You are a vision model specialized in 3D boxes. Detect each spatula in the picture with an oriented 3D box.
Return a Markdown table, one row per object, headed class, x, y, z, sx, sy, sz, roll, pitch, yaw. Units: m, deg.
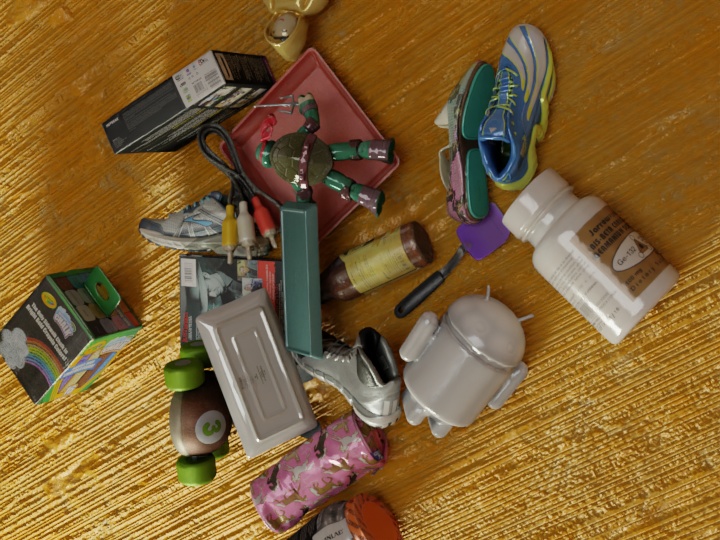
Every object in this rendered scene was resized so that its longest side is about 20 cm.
| class | x | y | z | sx | sy | sz | roll | pitch | yaw |
| --- | --- | --- | --- | --- | --- | --- | --- | --- | --- |
| spatula | 0.113 | -0.004 | 1.388 | 0.200 | 0.020 | 0.057 | -46 | 65 | 24 |

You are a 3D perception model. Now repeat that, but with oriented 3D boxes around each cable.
| class | x | y | z | sx | sy | sz | roll | pitch | yaw |
| --- | --- | --- | --- | --- | --- | --- | --- | --- | --- |
| cable | -0.158 | -0.113 | 1.437 | 0.096 | 0.050 | 0.203 | -17 | 83 | 0 |

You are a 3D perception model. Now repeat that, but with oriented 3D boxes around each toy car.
| class | x | y | z | sx | sy | sz | roll | pitch | yaw |
| --- | --- | --- | --- | --- | --- | --- | --- | --- | --- |
| toy car | -0.154 | 0.189 | 1.470 | 0.196 | 0.158 | 0.167 | -4 | 104 | 7 |

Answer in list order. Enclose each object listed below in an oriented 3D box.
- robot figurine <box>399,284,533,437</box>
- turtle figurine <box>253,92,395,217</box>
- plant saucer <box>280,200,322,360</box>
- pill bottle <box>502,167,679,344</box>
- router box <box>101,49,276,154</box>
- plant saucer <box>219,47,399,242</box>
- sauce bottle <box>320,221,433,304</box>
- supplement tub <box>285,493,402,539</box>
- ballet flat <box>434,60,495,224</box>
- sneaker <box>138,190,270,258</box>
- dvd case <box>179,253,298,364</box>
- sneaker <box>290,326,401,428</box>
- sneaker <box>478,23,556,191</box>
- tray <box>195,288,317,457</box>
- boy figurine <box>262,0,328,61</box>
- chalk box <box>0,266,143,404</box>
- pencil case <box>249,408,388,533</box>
| class | x | y | z | sx | sy | sz | roll | pitch | yaw |
| --- | --- | --- | --- | --- | --- | --- | --- | --- | --- |
| robot figurine | 0.130 | 0.113 | 1.344 | 0.168 | 0.113 | 0.201 | 28 | 111 | -24 |
| turtle figurine | -0.060 | -0.140 | 1.372 | 0.197 | 0.101 | 0.152 | 14 | 113 | 12 |
| plant saucer | -0.079 | 0.013 | 1.392 | 0.069 | 0.019 | 0.204 | 10 | 104 | 49 |
| pill bottle | 0.268 | -0.022 | 1.267 | 0.200 | 0.114 | 0.115 | 45 | 111 | 13 |
| router box | -0.228 | -0.223 | 1.445 | 0.198 | 0.149 | 0.052 | -27 | 86 | 24 |
| plant saucer | -0.066 | -0.157 | 1.442 | 0.199 | 0.037 | 0.201 | -42 | 78 | 22 |
| sauce bottle | 0.000 | 0.000 | 1.415 | 0.198 | 0.066 | 0.067 | -24 | 87 | 23 |
| supplement tub | -0.043 | 0.397 | 1.451 | 0.200 | 0.122 | 0.123 | -43 | 79 | 22 |
| ballet flat | 0.127 | -0.160 | 1.346 | 0.070 | 0.068 | 0.204 | 8 | 100 | 45 |
| sneaker | -0.217 | -0.069 | 1.507 | 0.196 | 0.078 | 0.088 | 6 | 92 | 14 |
| dvd case | -0.170 | 0.054 | 1.522 | 0.197 | 0.022 | 0.149 | 3 | 97 | 23 |
| sneaker | -0.014 | 0.103 | 1.399 | 0.199 | 0.075 | 0.117 | 37 | 137 | 28 |
| sneaker | 0.187 | -0.195 | 1.287 | 0.074 | 0.105 | 0.204 | 5 | 99 | 23 |
| tray | -0.135 | 0.136 | 1.416 | 0.106 | 0.022 | 0.203 | -22 | 96 | -17 |
| boy figurine | -0.091 | -0.379 | 1.403 | 0.122 | 0.064 | 0.204 | 12 | 92 | 22 |
| chalk box | -0.419 | 0.080 | 1.581 | 0.200 | 0.124 | 0.125 | -44 | 78 | 21 |
| pencil case | -0.056 | 0.273 | 1.450 | 0.199 | 0.083 | 0.087 | -35 | 61 | 14 |
